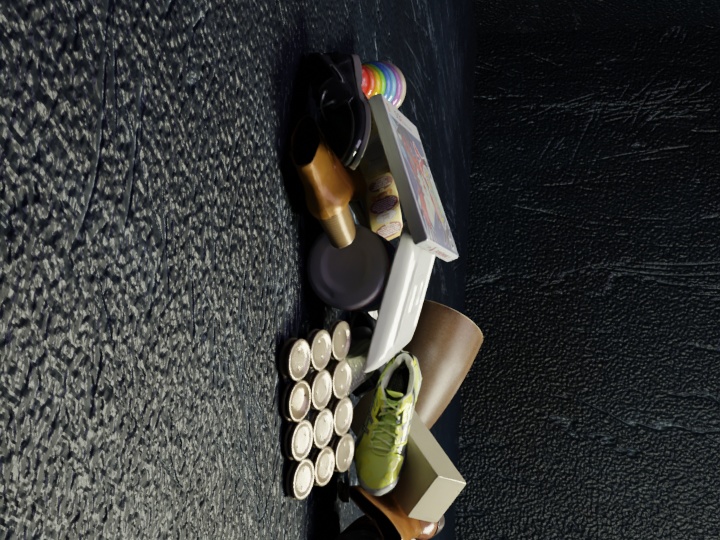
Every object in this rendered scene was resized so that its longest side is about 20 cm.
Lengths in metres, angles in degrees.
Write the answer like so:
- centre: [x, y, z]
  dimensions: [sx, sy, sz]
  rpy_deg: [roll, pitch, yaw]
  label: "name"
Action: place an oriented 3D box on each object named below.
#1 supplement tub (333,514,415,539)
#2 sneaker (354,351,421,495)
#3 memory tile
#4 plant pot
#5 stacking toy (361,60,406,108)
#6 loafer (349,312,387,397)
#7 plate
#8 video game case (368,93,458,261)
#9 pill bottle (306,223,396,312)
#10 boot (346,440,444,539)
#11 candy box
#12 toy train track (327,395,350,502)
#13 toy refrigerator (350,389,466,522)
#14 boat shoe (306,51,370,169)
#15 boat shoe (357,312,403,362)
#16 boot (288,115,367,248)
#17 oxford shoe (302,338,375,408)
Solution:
- centre: [0.011, 0.416, 1.468]
  dimensions: [0.200, 0.120, 0.125]
  rpy_deg: [18, 72, -79]
  label: "supplement tub"
- centre: [0.034, 0.202, 1.414]
  dimensions: [0.077, 0.074, 0.203]
  rpy_deg: [80, 20, -63]
  label: "sneaker"
- centre: [-0.053, 0.171, 1.297]
  dimensions: [0.153, 0.017, 0.204]
  rpy_deg: [-22, 114, -59]
  label: "memory tile"
- centre: [0.105, 0.185, 1.880]
  dimensions: [0.188, 0.184, 0.203]
  rpy_deg: [71, 37, -59]
  label: "plant pot"
- centre: [0.009, -0.280, 1.571]
  dimensions: [0.200, 0.084, 0.087]
  rpy_deg: [-23, 112, -74]
  label: "stacking toy"
- centre: [0.001, 0.121, 1.552]
  dimensions: [0.071, 0.068, 0.201]
  rpy_deg: [54, 15, -16]
  label: "loafer"
- centre: [0.063, 0.030, 1.420]
  dimensions: [0.200, 0.032, 0.203]
  rpy_deg: [-23, 128, -76]
  label: "plate"
- centre: [0.073, -0.119, 1.388]
  dimensions: [0.182, 0.023, 0.203]
  rpy_deg: [19, 52, -71]
  label: "video game case"
- centre: [0.000, 0.000, 1.433]
  dimensions: [0.200, 0.110, 0.115]
  rpy_deg: [16, 75, -79]
  label: "pill bottle"
- centre: [0.021, 0.315, 1.481]
  dimensions: [0.189, 0.068, 0.199]
  rpy_deg: [54, 15, 20]
  label: "boot"
- centre: [0.008, -0.149, 1.501]
  dimensions: [0.202, 0.054, 0.116]
  rpy_deg: [80, -14, -45]
  label: "candy box"
- centre: [-0.032, 0.253, 1.493]
  dimensions: [0.116, 0.032, 0.203]
  rpy_deg: [-87, 177, -55]
  label: "toy train track"
- centre: [0.064, 0.257, 1.485]
  dimensions: [0.069, 0.076, 0.200]
  rpy_deg: [22, 20, -40]
  label: "toy refrigerator"
- centre: [-0.030, -0.201, 1.295]
  dimensions: [0.202, 0.067, 0.072]
  rpy_deg: [-100, -149, -42]
  label: "boat shoe"
- centre: [0.039, 0.133, 1.697]
  dimensions: [0.075, 0.084, 0.206]
  rpy_deg: [-65, 154, -64]
  label: "boat shoe"
- centre: [-0.044, -0.139, 1.329]
  dimensions: [0.203, 0.070, 0.146]
  rpy_deg: [-92, 164, -54]
  label: "boot"
- centre: [-0.039, 0.133, 1.391]
  dimensions: [0.199, 0.057, 0.077]
  rpy_deg: [-23, 119, -62]
  label: "oxford shoe"
